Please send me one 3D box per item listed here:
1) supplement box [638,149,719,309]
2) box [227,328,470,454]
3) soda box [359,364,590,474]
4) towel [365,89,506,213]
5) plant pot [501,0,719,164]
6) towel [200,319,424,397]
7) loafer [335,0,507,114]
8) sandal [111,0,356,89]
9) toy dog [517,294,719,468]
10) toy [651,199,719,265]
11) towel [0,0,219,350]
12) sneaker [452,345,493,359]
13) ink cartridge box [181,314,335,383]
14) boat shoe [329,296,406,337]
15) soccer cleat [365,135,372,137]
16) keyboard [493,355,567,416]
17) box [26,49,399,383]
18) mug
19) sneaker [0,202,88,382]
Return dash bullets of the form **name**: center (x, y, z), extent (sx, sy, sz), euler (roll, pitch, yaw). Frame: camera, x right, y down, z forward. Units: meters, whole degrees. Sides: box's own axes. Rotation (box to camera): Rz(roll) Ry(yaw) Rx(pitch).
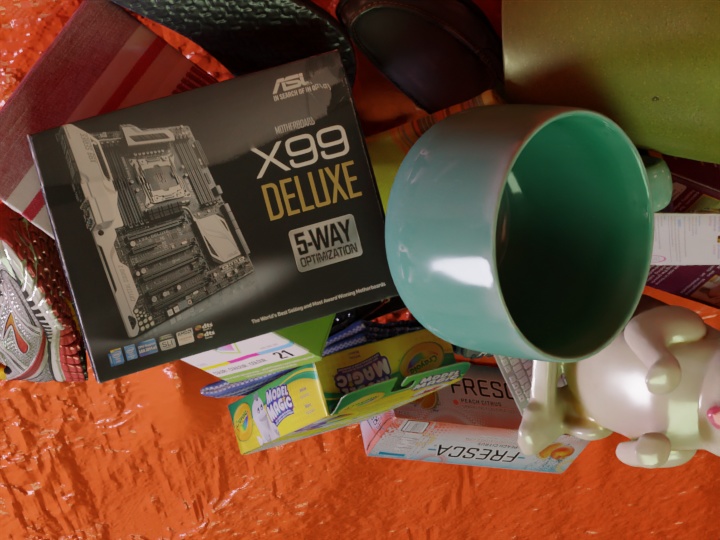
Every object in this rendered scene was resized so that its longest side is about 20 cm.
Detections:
- **supplement box**: center (0.248, -0.048, 1.343), extent (0.199, 0.086, 0.110), euler (16, 135, -32)
- **box**: center (-0.010, 0.089, 1.335), extent (0.117, 0.049, 0.200), euler (-13, 173, -28)
- **soda box**: center (0.098, 0.125, 1.545), extent (0.199, 0.069, 0.064), euler (9, 139, -25)
- **towel**: center (0.015, -0.066, 1.180), extent (0.199, 0.018, 0.086), euler (-17, 145, 22)
- **plant pot**: center (0.192, -0.150, 1.136), extent (0.199, 0.188, 0.187), euler (-2, 145, 9)
- **towel**: center (-0.021, 0.065, 1.397), extent (0.144, 0.024, 0.200), euler (-22, 172, 20)
- **loafer**: center (0.066, -0.130, 1.193), extent (0.200, 0.073, 0.073), euler (24, 132, -38)
- **sandal**: center (-0.084, -0.170, 1.133), extent (0.199, 0.045, 0.075), euler (28, 124, -23)
- **toy dog**: center (0.242, 0.088, 1.359), extent (0.199, 0.140, 0.194), euler (12, -171, 32)
- **toy**: center (0.156, -0.040, 1.226), extent (0.199, 0.047, 0.115), euler (-1, 165, 10)
- **towel**: center (-0.132, -0.061, 1.136), extent (0.200, 0.023, 0.144), euler (38, 86, -10)
- **sneaker**: center (0.106, 0.041, 1.421), extent (0.081, 0.074, 0.200), euler (-38, 133, 1)
- **ink cartridge box**: center (-0.131, -0.003, 1.228), extent (0.199, 0.076, 0.148), euler (27, 158, -23)
- **boat shoe**: center (0.001, 0.002, 1.342), extent (0.201, 0.074, 0.063), euler (-31, 169, 28)
- **soccer cleat**: center (-0.049, -0.067, 1.256), extent (0.199, 0.068, 0.081), euler (6, 153, -23)
- **keyboard**: center (0.120, 0.040, 1.372), extent (0.056, 0.011, 0.200), euler (-31, 135, -3)
- **box**: center (-0.089, -0.035, 1.108), extent (0.199, 0.158, 0.050), euler (-15, -173, -8)
- **mug**: center (0.099, -0.021, 1.099), extent (0.114, 0.153, 0.185), euler (6, 170, 45)
- **sneaker**: center (-0.252, 0.026, 1.307), extent (0.082, 0.078, 0.200), euler (-8, 143, -3)
